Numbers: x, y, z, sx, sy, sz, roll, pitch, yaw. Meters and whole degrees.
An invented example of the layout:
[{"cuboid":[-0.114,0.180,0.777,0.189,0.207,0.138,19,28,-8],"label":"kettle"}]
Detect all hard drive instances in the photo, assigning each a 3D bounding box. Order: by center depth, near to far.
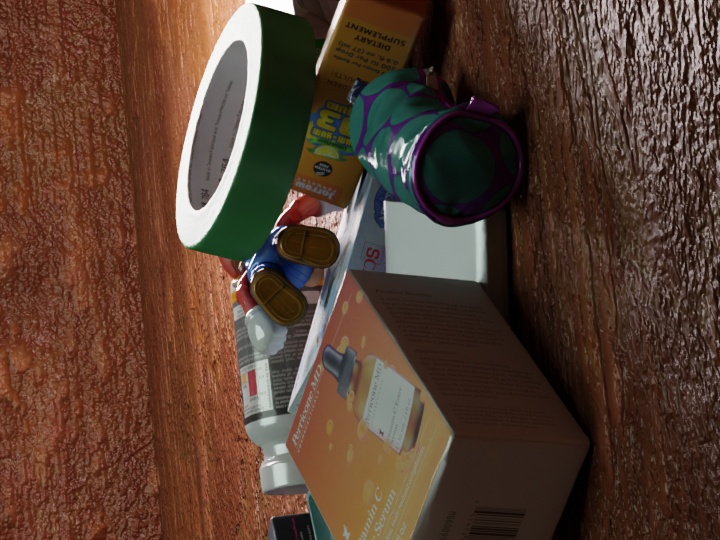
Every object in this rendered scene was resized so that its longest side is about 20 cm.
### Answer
[{"cuboid":[0.063,0.052,1.692,0.132,0.027,0.202,9,103,57],"label":"hard drive"}]

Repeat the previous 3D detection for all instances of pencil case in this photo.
[{"cuboid":[0.050,-0.092,1.656,0.200,0.085,0.093,-135,65,-71],"label":"pencil case"}]

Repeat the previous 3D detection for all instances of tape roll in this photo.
[{"cuboid":[-0.092,-0.109,1.851,0.200,0.048,0.202,-166,90,-71],"label":"tape roll"}]

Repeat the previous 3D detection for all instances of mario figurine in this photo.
[{"cuboid":[-0.051,-0.005,1.911,0.200,0.123,0.107,-136,22,-78],"label":"mario figurine"}]

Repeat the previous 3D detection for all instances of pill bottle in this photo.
[{"cuboid":[-0.053,0.098,2.124,0.116,0.116,0.201,133,132,-73],"label":"pill bottle"}]

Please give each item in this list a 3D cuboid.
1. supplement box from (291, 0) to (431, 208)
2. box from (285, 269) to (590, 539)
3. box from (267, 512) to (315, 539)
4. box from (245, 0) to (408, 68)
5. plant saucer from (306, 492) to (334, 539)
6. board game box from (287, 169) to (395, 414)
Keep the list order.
[{"cuboid":[-0.005,-0.146,1.817,0.069,0.066,0.201,-78,8,-48],"label":"supplement box"},{"cuboid":[0.046,0.117,1.562,0.200,0.106,0.153,56,134,52],"label":"box"},{"cuboid":[-0.016,0.324,2.023,0.133,0.114,0.201,102,161,-50],"label":"box"},{"cuboid":[-0.034,-0.197,1.986,0.200,0.096,0.178,113,151,-64],"label":"box"},{"cuboid":[0.025,0.181,1.802,0.200,0.019,0.070,-29,69,49],"label":"plant saucer"},{"cuboid":[0.000,0.000,1.858,0.200,0.041,0.201,119,168,-69],"label":"board game box"}]
